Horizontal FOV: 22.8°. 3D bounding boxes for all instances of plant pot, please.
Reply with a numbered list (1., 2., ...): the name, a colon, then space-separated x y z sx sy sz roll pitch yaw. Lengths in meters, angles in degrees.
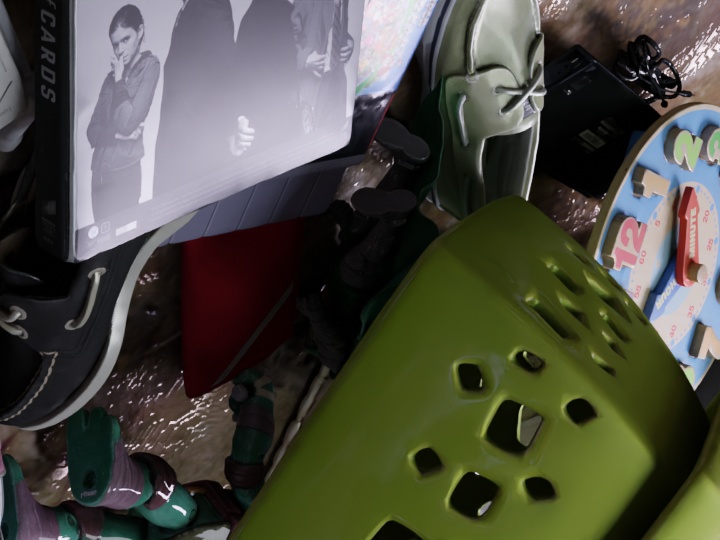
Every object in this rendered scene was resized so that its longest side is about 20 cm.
1. plant pot: 0.074 0.101 0.854 0.200 0.181 0.199 -55 173 17

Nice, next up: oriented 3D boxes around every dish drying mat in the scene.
1. dish drying mat: -0.056 -0.017 0.878 0.077 0.018 0.200 -29 148 -28

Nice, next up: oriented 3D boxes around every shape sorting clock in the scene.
1. shape sorting clock: 0.190 -0.001 1.074 0.200 0.039 0.201 -19 117 -43

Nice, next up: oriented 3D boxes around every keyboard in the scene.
1. keyboard: 0.141 -0.099 1.051 0.104 0.040 0.200 -30 160 17

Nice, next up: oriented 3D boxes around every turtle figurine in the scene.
1. turtle figurine: -0.090 0.119 0.915 0.150 0.101 0.200 -48 146 19

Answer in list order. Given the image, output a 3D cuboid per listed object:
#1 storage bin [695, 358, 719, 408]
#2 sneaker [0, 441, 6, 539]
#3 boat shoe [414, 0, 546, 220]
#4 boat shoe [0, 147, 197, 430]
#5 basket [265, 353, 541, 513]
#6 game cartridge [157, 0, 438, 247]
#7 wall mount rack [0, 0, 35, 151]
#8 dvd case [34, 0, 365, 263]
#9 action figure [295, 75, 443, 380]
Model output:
1. storage bin: 0.203 0.104 1.228 0.200 0.134 0.145 -44 139 14
2. sneaker: -0.193 0.124 0.797 0.070 0.082 0.200 -30 148 -31
3. boat shoe: 0.068 -0.096 0.902 0.072 0.062 0.200 -34 150 -23
4. boat shoe: -0.121 -0.006 0.727 0.060 0.074 0.200 -6 145 -46
5. basket: 0.055 0.113 1.095 0.200 0.123 0.136 -11 136 -48
6. game cartridge: -0.023 -0.100 0.756 0.129 0.038 0.200 -10 136 -44
7. wall mount rack: -0.174 -0.048 0.616 0.200 0.075 0.174 -38 148 -18
8. dvd case: -0.050 -0.115 0.620 0.150 0.025 0.201 -26 132 -43
9. action figure: 0.000 0.000 0.920 0.200 0.054 0.118 111 -4 -59
